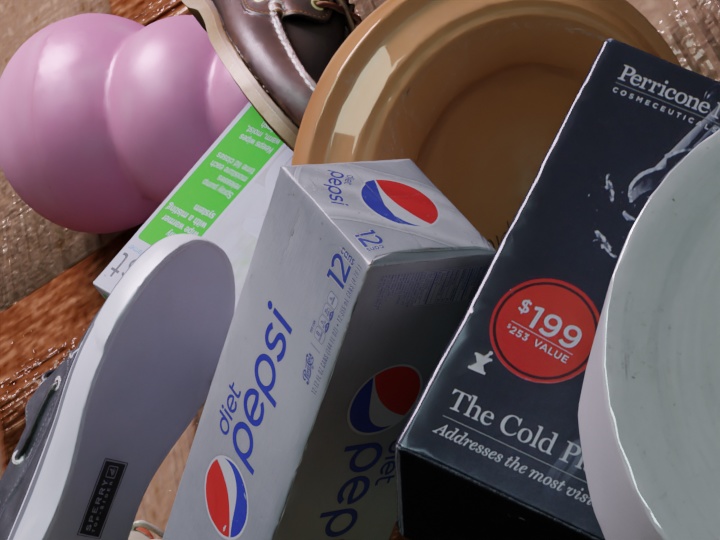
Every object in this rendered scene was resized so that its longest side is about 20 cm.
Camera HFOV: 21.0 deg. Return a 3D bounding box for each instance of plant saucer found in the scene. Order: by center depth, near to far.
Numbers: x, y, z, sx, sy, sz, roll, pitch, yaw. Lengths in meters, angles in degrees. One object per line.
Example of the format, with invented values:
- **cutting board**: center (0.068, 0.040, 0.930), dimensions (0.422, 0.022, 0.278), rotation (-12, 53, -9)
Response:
- **plant saucer**: center (0.066, -0.030, 0.824), dimensions (0.201, 0.200, 0.032), rotation (-51, 22, -11)

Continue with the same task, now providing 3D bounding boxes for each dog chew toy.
- **dog chew toy**: center (-0.105, -0.087, 1.081), dimensions (0.199, 0.125, 0.125), rotation (-4, 52, 26)

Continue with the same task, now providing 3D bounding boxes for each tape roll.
- **tape roll**: center (0.172, 0.042, 0.610), dimensions (0.201, 0.071, 0.204), rotation (0, 66, 1)

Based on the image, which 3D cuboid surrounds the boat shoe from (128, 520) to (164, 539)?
- **boat shoe**: center (-0.123, 0.146, 0.924), dimensions (0.199, 0.071, 0.063), rotation (1, 43, 35)

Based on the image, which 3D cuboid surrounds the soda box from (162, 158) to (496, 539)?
- **soda box**: center (-0.017, 0.057, 0.760), dimensions (0.068, 0.063, 0.201), rotation (48, 130, 40)

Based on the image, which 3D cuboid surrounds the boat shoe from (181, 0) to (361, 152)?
- **boat shoe**: center (-0.036, -0.118, 0.938), dimensions (0.070, 0.070, 0.200), rotation (-40, 40, 6)

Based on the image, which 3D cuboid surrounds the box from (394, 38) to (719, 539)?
- **box**: center (0.139, 0.045, 0.707), dimensions (0.199, 0.104, 0.183), rotation (23, 67, 13)

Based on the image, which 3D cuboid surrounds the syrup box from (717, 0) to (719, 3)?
- **syrup box**: center (0.230, -0.219, 0.937), dimensions (0.200, 0.079, 0.081), rotation (-57, 23, -18)

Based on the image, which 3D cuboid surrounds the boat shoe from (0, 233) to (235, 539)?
- **boat shoe**: center (-0.122, 0.073, 0.864), dimensions (0.066, 0.070, 0.201), rotation (20, 89, 44)

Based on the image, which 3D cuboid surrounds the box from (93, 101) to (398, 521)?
- **box**: center (0.000, 0.000, 0.934), dimensions (0.177, 0.097, 0.200), rotation (-49, 41, -11)
